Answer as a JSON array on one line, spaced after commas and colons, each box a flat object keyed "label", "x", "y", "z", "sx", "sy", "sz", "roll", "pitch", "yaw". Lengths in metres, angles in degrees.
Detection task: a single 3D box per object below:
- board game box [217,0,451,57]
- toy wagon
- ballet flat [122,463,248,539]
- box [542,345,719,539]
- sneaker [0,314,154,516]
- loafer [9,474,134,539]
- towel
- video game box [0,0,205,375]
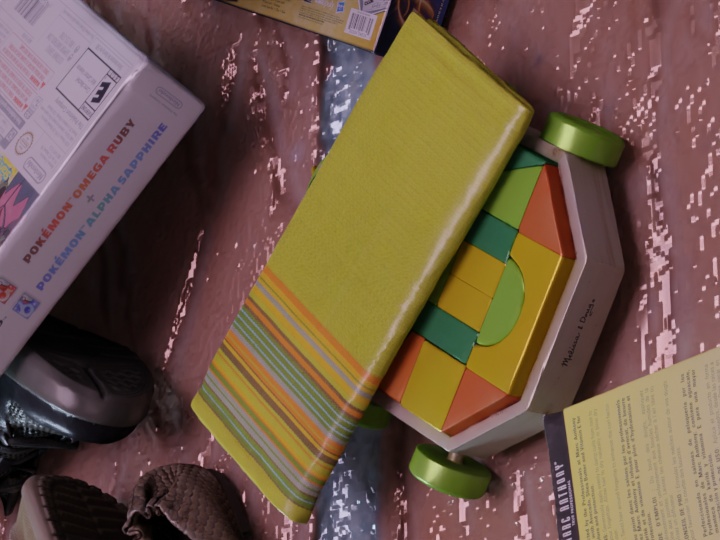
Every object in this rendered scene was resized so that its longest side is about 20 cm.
[{"label": "board game box", "x": -0.020, "y": -0.178, "z": 1.104, "sx": 0.200, "sy": 0.035, "sz": 0.136, "roll": 25, "pitch": 99, "yaw": 50}, {"label": "toy wagon", "x": 0.027, "y": -0.006, "z": 0.998, "sx": 0.200, "sy": 0.039, "sz": 0.156, "roll": 32, "pitch": 104, "yaw": 49}, {"label": "ballet flat", "x": -0.054, "y": 0.155, "z": 1.042, "sx": 0.067, "sy": 0.046, "sz": 0.200, "roll": -56, "pitch": 44, "yaw": 24}, {"label": "box", "x": 0.151, "y": 0.058, "z": 0.827, "sx": 0.200, "sy": 0.050, "sz": 0.076, "roll": -28, "pitch": 59, "yaw": 43}, {"label": "sneaker", "x": -0.167, "y": 0.078, "z": 1.177, "sx": 0.199, "sy": 0.076, "sz": 0.115, "roll": 16, "pitch": 93, "yaw": 53}, {"label": "loafer", "x": -0.117, "y": 0.177, "z": 1.088, "sx": 0.068, "sy": 0.076, "sz": 0.200, "roll": -47, "pitch": 48, "yaw": 23}, {"label": "towel", "x": 0.000, "y": 0.000, "z": 0.987, "sx": 0.086, "sy": 0.018, "sz": 0.200, "roll": 45, "pitch": 113, "yaw": 40}, {"label": "video game box", "x": -0.174, "y": -0.046, "z": 1.175, "sx": 0.182, "sy": 0.047, "sz": 0.200, "roll": -50, "pitch": 31, "yaw": 1}]
